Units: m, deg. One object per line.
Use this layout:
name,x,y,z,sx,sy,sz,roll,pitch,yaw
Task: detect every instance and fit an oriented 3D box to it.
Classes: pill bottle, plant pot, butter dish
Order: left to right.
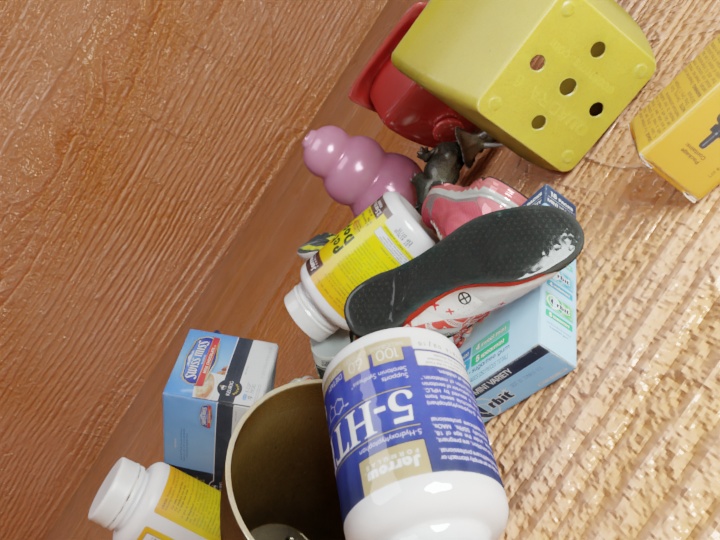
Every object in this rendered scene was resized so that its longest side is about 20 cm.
pill bottle,-0.222,0.309,0.934,0.109,0.199,0.109,-50,17,22
plant pot,-0.048,0.231,0.684,0.187,0.185,0.201,-75,8,-46
pill bottle,0.000,0.000,0.975,0.200,0.109,0.109,-40,19,12
pill bottle,0.041,0.153,0.562,0.120,0.119,0.201,-48,37,31
butter dish,0.113,-0.245,1.095,0.200,0.198,0.149,-45,43,41
plant pot,0.181,-0.220,0.792,0.200,0.199,0.177,-52,28,20

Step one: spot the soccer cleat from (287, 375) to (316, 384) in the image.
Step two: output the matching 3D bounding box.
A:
soccer cleat,-0.074,0.173,1.023,0.078,0.069,0.200,-61,13,-24

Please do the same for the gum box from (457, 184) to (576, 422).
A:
gum box,0.125,0.040,0.708,0.170,0.044,0.201,-44,22,41

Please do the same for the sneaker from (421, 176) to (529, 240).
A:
sneaker,0.111,-0.052,0.874,0.087,0.073,0.200,-62,16,-10

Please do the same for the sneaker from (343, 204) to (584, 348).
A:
sneaker,0.090,0.017,0.645,0.200,0.108,0.068,-25,63,7

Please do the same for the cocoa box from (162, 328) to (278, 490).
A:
cocoa box,-0.197,0.206,1.075,0.134,0.130,0.201,-79,0,-54

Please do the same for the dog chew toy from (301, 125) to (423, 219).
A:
dog chew toy,0.002,-0.142,1.136,0.125,0.199,0.125,-50,18,22

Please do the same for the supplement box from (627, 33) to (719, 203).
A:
supplement box,0.285,-0.144,0.535,0.200,0.066,0.069,-48,18,30

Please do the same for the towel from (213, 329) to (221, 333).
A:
towel,-0.362,0.225,1.703,0.201,0.024,0.147,-61,12,-9

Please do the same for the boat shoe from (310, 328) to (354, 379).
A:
boat shoe,-0.042,0.083,1.075,0.201,0.070,0.064,-87,-4,-56

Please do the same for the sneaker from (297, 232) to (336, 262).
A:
sneaker,-0.014,-0.010,1.186,0.074,0.085,0.199,-42,31,-24

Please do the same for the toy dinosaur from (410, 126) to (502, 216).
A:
toy dinosaur,0.102,-0.121,1.025,0.201,0.077,0.102,-55,9,0
